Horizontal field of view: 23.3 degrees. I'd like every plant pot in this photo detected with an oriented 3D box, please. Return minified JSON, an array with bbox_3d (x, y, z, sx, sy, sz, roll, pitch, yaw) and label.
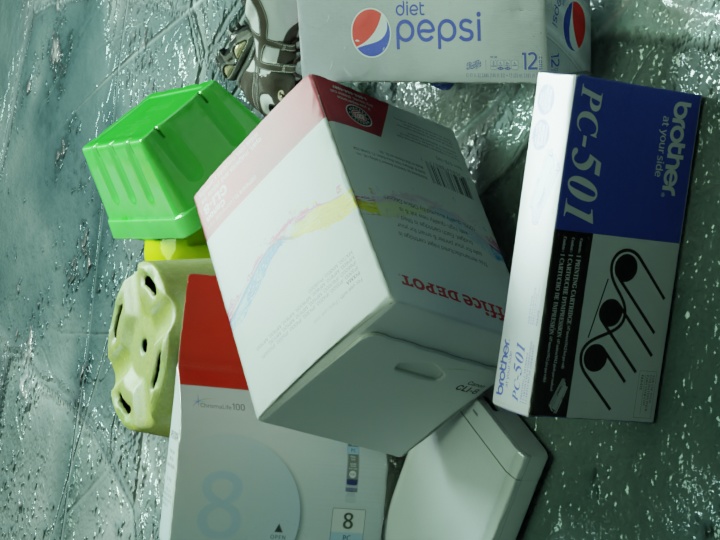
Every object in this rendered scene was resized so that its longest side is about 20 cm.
[{"bbox_3d":[-0.093,0.066,1.379,0.200,0.183,0.202,-17,70,60],"label":"plant pot"}]

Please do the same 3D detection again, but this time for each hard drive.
[{"bbox_3d":[0.062,0.178,1.232,0.132,0.027,0.201,52,131,53],"label":"hard drive"}]

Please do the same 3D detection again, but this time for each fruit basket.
[{"bbox_3d":[-0.146,-0.055,1.592,0.215,0.155,0.216,40,157,21],"label":"fruit basket"}]

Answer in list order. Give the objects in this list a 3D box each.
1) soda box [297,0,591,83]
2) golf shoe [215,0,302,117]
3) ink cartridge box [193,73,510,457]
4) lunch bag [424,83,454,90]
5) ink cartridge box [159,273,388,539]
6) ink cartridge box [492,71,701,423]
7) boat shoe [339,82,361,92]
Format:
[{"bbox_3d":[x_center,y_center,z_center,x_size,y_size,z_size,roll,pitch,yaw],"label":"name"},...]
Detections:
[{"bbox_3d":[0.054,-0.162,1.172,0.199,0.063,0.069,4,103,35],"label":"soda box"},{"bbox_3d":[-0.044,-0.172,1.294,0.095,0.078,0.200,57,159,10],"label":"golf shoe"},{"bbox_3d":[0.000,0.000,1.199,0.145,0.145,0.201,-43,48,29],"label":"ink cartridge box"},{"bbox_3d":[0.031,-0.239,1.306,0.200,0.082,0.162,50,130,53],"label":"lunch bag"},{"bbox_3d":[-0.057,0.110,1.281,0.047,0.159,0.201,-172,88,-74],"label":"ink cartridge box"},{"bbox_3d":[0.141,-0.012,1.045,0.044,0.094,0.201,16,99,62],"label":"ink cartridge box"},{"bbox_3d":[-0.021,-0.098,1.387,0.060,0.075,0.200,-60,35,29],"label":"boat shoe"}]
